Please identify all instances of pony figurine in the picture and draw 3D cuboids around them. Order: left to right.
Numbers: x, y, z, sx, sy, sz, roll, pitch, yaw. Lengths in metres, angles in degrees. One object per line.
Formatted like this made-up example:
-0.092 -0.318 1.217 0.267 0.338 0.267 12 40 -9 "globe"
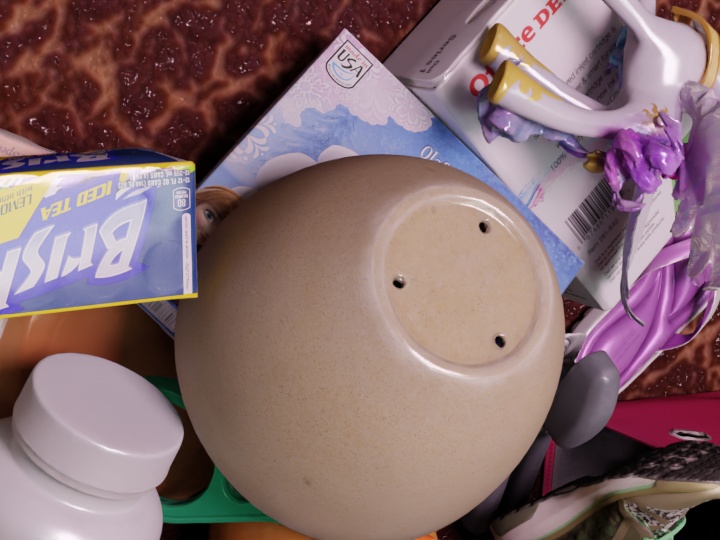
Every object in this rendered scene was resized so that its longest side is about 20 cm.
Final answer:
0.163 -0.084 0.838 0.199 0.166 0.194 24 78 -14 "pony figurine"

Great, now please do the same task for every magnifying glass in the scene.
-0.055 0.117 0.806 0.022 0.199 0.080 -42 151 -65 "magnifying glass"

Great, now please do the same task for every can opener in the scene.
0.102 0.107 0.931 0.052 0.067 0.201 -17 149 -24 "can opener"

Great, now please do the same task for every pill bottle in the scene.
-0.171 0.148 0.778 0.112 0.113 0.201 17 113 -31 "pill bottle"

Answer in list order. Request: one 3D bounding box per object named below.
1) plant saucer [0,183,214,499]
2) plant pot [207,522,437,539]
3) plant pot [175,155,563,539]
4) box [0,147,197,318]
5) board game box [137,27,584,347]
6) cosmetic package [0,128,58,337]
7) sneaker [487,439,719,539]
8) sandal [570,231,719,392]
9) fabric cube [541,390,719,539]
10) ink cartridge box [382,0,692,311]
-0.124 0.046 0.858 0.199 0.037 0.202 -7 105 -27 "plant saucer"
-0.019 0.220 0.881 0.199 0.200 0.185 -3 87 -29 "plant pot"
0.022 0.024 0.740 0.199 0.134 0.202 8 69 -20 "plant pot"
-0.178 -0.015 0.696 0.198 0.064 0.071 -7 104 -28 "box"
0.000 0.000 0.843 0.200 0.043 0.199 43 61 -7 "board game box"
-0.238 0.015 0.756 0.103 0.087 0.202 19 92 -31 "cosmetic package"
0.165 0.162 0.905 0.077 0.200 0.089 -18 81 -36 "sneaker"
0.219 0.015 1.034 0.082 0.050 0.203 44 79 -30 "sandal"
0.255 0.201 1.013 0.198 0.196 0.202 -2 102 -28 "fabric cube"
0.125 -0.098 0.936 0.145 0.084 0.200 -48 119 -12 "ink cartridge box"
